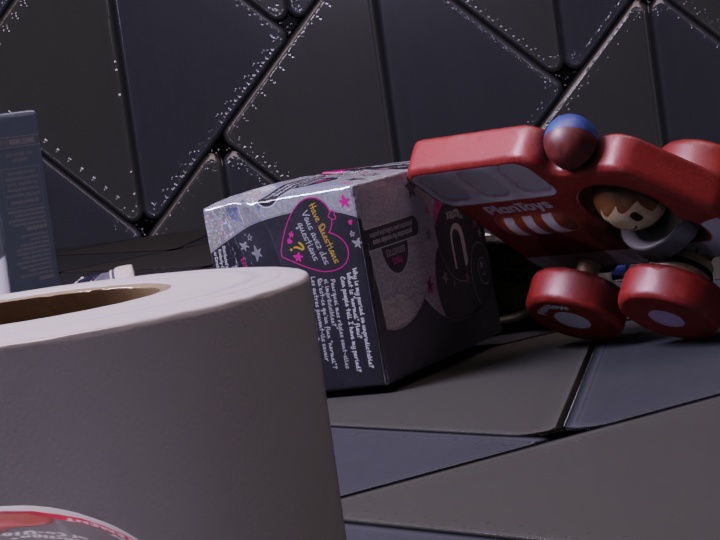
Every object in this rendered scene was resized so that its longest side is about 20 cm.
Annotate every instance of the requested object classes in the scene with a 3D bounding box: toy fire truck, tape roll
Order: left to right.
[{"bbox_3d":[-0.105,0.081,0.836,0.201,0.140,0.203,-8,5,1],"label":"tape roll"},{"bbox_3d":[0.145,-0.041,1.593,0.168,0.113,0.199,31,-22,-35],"label":"toy fire truck"}]

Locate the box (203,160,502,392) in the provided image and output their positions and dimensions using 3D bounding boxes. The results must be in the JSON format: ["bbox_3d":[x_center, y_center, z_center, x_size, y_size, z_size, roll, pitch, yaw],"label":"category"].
[{"bbox_3d":[0.000,0.000,1.667,0.114,0.133,0.200,-8,5,24],"label":"box"}]

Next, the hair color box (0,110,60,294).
[{"bbox_3d":[-0.247,0.006,1.614,0.098,0.202,0.061,-6,5,26],"label":"hair color box"}]

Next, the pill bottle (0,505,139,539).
[{"bbox_3d":[-0.066,0.116,0.523,0.110,0.112,0.200,-9,5,-10],"label":"pill bottle"}]

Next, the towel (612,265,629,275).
[{"bbox_3d":[0.109,0.009,2.097,0.198,0.024,0.145,-11,8,-13],"label":"towel"}]

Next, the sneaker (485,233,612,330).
[{"bbox_3d":[0.074,0.006,1.819,0.199,0.074,0.087,0,2,27],"label":"sneaker"}]

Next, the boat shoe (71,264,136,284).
[{"bbox_3d":[-0.214,0.043,1.986,0.092,0.075,0.200,-16,-2,-9],"label":"boat shoe"}]
